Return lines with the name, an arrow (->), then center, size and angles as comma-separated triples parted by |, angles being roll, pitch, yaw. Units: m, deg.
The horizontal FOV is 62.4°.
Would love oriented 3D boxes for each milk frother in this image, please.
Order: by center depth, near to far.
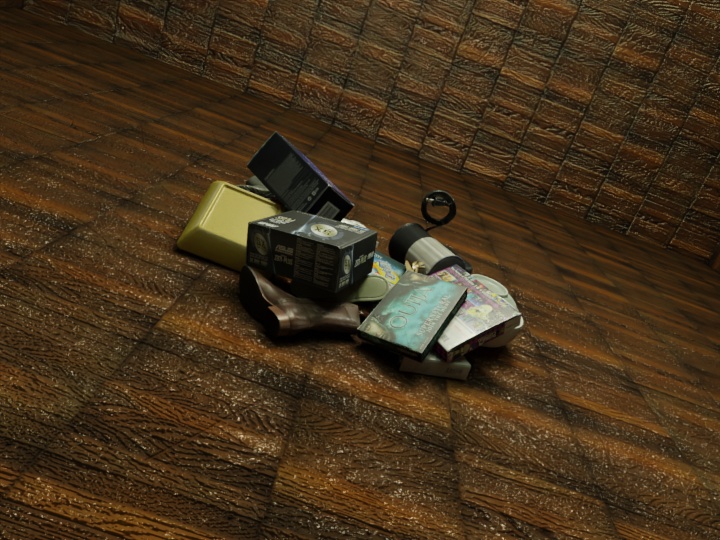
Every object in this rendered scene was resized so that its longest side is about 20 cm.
milk frother -> 0.190, -0.070, 1.470 | 0.178, 0.202, 0.188 | -13, 34, -24

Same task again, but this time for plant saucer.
plant saucer -> -0.248, -0.098, 1.230 | 0.198, 0.049, 0.202 | 22, 49, -6
plant saucer -> 0.318, 0.057, 1.516 | 0.197, 0.051, 0.201 | 18, 21, -7

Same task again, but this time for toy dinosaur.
toy dinosaur -> 0.115, 0.028, 1.301 | 0.057, 0.102, 0.200 | -17, 5, 12

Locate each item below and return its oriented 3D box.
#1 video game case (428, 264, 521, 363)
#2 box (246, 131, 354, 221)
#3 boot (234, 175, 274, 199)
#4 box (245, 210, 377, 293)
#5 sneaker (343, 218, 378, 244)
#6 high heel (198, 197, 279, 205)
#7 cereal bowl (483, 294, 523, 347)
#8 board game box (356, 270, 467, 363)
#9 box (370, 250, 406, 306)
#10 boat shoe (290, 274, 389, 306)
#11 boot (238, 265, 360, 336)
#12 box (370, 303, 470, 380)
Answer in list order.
video game case -> 0.179, 0.076, 1.160 | 0.179, 0.036, 0.200 | -23, 40, -23
box -> -0.132, -0.189, 1.322 | 0.200, 0.104, 0.148 | 47, 7, 22
boot -> -0.285, -0.218, 1.591 | 0.179, 0.074, 0.200 | 4, 25, -23
box -> -0.091, -0.043, 1.128 | 0.198, 0.087, 0.163 | 16, 20, 22
sneaker -> -0.038, -0.086, 1.485 | 0.198, 0.080, 0.129 | 16, 10, -41
high heel -> -0.277, -0.157, 1.410 | 0.197, 0.097, 0.068 | 12, 22, -22
cereal bowl -> 0.243, 0.104, 1.282 | 0.197, 0.084, 0.201 | 18, 21, -7
board game box -> 0.100, 0.079, 1.110 | 0.134, 0.028, 0.200 | 17, 42, 27
box -> 0.000, 0.000, 1.282 | 0.198, 0.038, 0.137 | 27, 37, -8
boat shoe -> -0.040, 0.039, 1.193 | 0.196, 0.076, 0.066 | -3, -17, 2
boot -> -0.108, 0.057, 1.097 | 0.198, 0.065, 0.187 | 0, 38, -41
box -> 0.111, 0.133, 1.155 | 0.142, 0.037, 0.200 | 12, 21, -22
